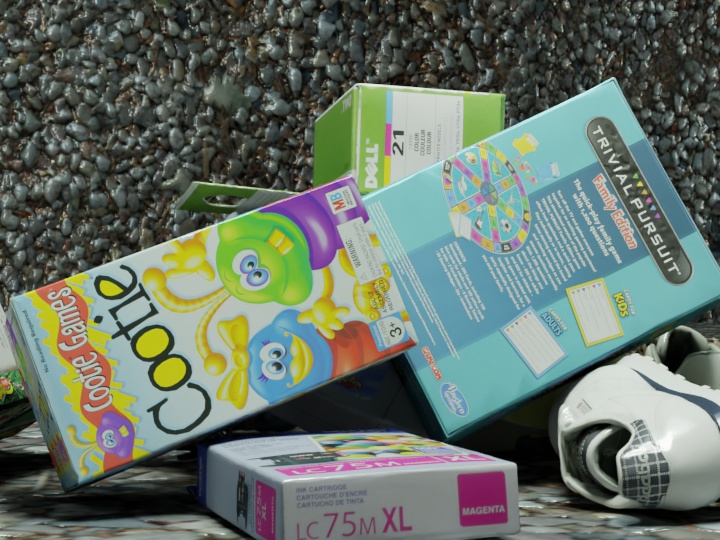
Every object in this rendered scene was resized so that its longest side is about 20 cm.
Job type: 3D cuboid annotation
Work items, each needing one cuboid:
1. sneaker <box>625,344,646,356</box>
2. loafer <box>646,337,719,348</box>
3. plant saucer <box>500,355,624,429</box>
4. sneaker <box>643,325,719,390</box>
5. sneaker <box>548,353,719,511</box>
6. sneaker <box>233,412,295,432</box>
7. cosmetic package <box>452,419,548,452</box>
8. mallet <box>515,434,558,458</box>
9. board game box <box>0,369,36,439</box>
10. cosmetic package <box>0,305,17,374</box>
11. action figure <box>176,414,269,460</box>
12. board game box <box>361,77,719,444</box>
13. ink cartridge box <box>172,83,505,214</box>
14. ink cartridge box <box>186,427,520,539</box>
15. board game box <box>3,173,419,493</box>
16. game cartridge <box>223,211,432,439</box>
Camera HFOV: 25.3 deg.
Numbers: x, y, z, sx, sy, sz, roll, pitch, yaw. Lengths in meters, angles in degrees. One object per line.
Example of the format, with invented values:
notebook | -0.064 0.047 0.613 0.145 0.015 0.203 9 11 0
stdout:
sneaker | 0.135 0.039 1.289 0.198 0.071 0.076 21 3 3
loafer | 0.263 0.089 1.226 0.067 0.077 0.200 8 0 -7
plant saucer | 0.092 0.027 1.059 0.198 0.031 0.201 19 29 -11
sneaker | 0.216 0.082 1.088 0.073 0.090 0.200 -2 -1 -7
sneaker | 0.139 0.093 0.892 0.079 0.077 0.200 -11 1 -16
sneaker | -0.068 0.047 1.190 0.129 0.080 0.201 6 -43 -25
cosmetic package | 0.055 0.088 1.187 0.104 0.072 0.199 0 0 -24
mallet | 0.179 0.109 0.994 0.065 0.042 0.199 -2 -3 -33
board game box | -0.228 0.088 1.016 0.104 0.024 0.200 -33 -4 13
cosmetic package | -0.321 0.020 0.947 0.163 0.167 0.200 -24 0 2
action figure | -0.095 0.070 1.074 0.197 0.120 0.103 5 37 -17
board game box | 0.100 -0.005 0.971 0.198 0.152 0.047 -25 -12 -12
ink cartridge box | -0.018 -0.076 1.066 0.197 0.077 0.148 4 -4 -12
ink cartridge box | -0.012 0.107 0.820 0.118 0.043 0.200 -1 -1 -19
board game box | -0.086 0.036 0.894 0.198 0.104 0.105 -21 -4 -17
game cartridge | -0.024 0.045 1.020 0.198 0.042 0.133 28 31 4
